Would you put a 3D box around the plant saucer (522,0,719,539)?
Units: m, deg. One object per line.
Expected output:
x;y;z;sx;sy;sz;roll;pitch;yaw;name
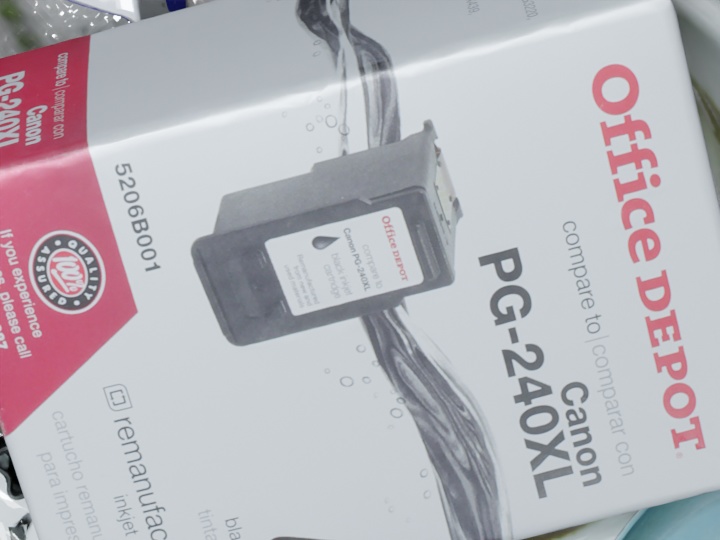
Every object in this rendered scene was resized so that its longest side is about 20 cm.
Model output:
0.037;-0.009;0.877;0.199;0.050;0.201;-1;108;-2;plant saucer

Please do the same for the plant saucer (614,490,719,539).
0.139;0.142;0.865;0.199;0.027;0.201;3;82;-22;plant saucer

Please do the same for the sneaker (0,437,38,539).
-0.096;0.110;0.900;0.200;0.066;0.091;33;93;0;sneaker

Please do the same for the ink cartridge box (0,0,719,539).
0.000;0.000;0.803;0.199;0.083;0.146;-15;114;3;ink cartridge box

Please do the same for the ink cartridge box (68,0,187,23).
-0.077;-0.138;0.871;0.037;0.095;0.201;-8;93;6;ink cartridge box
